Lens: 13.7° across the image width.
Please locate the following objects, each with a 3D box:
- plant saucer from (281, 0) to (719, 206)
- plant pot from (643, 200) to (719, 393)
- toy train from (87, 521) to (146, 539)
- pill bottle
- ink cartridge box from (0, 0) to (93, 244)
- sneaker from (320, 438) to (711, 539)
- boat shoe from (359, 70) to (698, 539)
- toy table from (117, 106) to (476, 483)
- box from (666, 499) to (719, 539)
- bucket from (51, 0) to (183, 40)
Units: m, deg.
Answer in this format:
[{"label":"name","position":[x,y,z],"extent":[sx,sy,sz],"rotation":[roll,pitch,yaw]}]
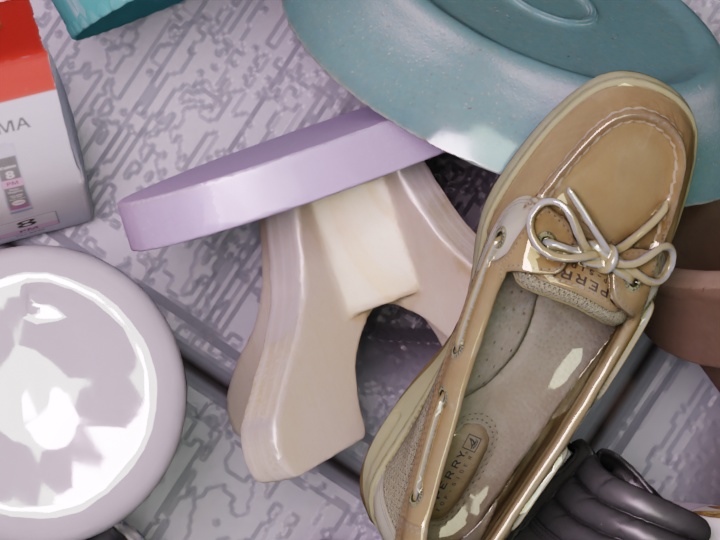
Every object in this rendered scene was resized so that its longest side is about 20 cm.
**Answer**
[{"label":"plant saucer","position":[0.068,-0.093,1.176],"extent":[0.199,0.200,0.036],"rotation":[20,117,-4]},{"label":"plant pot","position":[0.216,0.025,1.201],"extent":[0.199,0.200,0.175],"rotation":[-25,113,-4]},{"label":"toy train","position":[-0.137,0.197,1.216],"extent":[0.114,0.085,0.200],"rotation":[41,87,-12]},{"label":"pill bottle","position":[-0.122,0.047,1.155],"extent":[0.109,0.200,0.110],"rotation":[0,89,-4]},{"label":"ink cartridge box","position":[-0.190,-0.040,1.151],"extent":[0.162,0.200,0.057],"rotation":[-14,83,-4]},{"label":"sneaker","position":[0.061,0.113,1.197],"extent":[0.071,0.199,0.100],"rotation":[31,77,-45]},{"label":"boat shoe","position":[0.065,0.025,1.084],"extent":[0.073,0.063,0.201],"rotation":[26,105,-21]},{"label":"toy table","position":[0.000,0.000,1.187],"extent":[0.199,0.183,0.118],"rotation":[-23,98,-37]},{"label":"box","position":[0.149,0.115,1.188],"extent":[0.041,0.199,0.039],"rotation":[1,92,-45]},{"label":"bucket","position":[-0.060,-0.186,1.167],"extent":[0.206,0.207,0.135],"rotation":[-24,93,-4]}]
